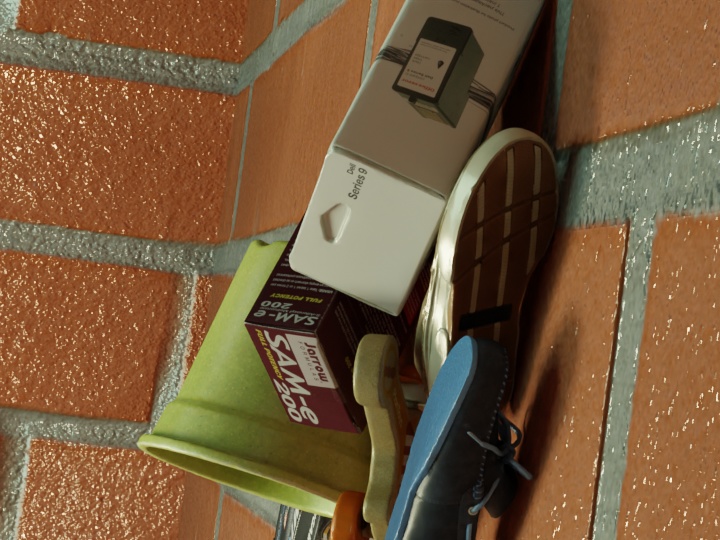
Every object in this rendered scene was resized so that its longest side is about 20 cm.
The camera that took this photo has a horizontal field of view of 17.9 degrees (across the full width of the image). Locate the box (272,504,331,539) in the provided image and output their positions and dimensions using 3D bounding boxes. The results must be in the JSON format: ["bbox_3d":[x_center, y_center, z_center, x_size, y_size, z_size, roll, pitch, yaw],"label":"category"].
[{"bbox_3d":[-0.038,0.223,2.007,0.199,0.049,0.201,-95,15,-57],"label":"box"}]

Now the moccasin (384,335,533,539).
[{"bbox_3d":[0.065,0.121,1.391,0.081,0.068,0.201,-81,6,-48],"label":"moccasin"}]

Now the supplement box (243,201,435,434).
[{"bbox_3d":[0.000,0.000,1.573,0.200,0.061,0.109,-62,-34,-34],"label":"supplement box"}]

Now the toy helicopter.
[{"bbox_3d":[0.025,0.102,1.497,0.200,0.078,0.133,77,-154,-52],"label":"toy helicopter"}]

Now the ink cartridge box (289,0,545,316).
[{"bbox_3d":[0.038,-0.093,1.480,0.146,0.084,0.201,111,-175,-56],"label":"ink cartridge box"}]

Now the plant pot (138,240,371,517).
[{"bbox_3d":[-0.053,0.082,1.795,0.200,0.199,0.185,143,145,-77],"label":"plant pot"}]

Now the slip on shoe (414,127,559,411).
[{"bbox_3d":[0.072,-0.001,1.410,0.061,0.076,0.201,48,140,50],"label":"slip on shoe"}]
